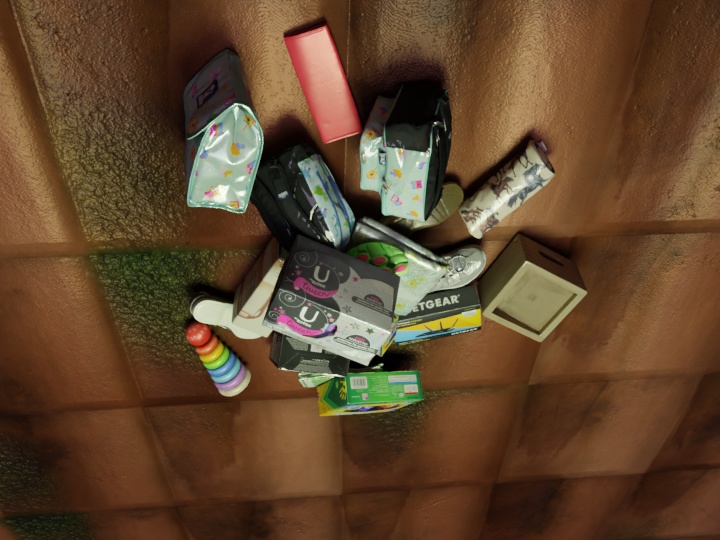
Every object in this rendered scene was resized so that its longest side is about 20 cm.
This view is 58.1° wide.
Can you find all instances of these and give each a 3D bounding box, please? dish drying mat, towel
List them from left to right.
[{"bbox_3d":[-0.058,-0.304,1.072,0.076,0.018,0.201,-15,133,8],"label":"dish drying mat"},{"bbox_3d":[-0.044,0.250,1.540,0.197,0.024,0.153,-7,163,-2],"label":"towel"},{"bbox_3d":[0.046,-0.004,1.252,0.198,0.049,0.171,28,140,-9],"label":"towel"}]

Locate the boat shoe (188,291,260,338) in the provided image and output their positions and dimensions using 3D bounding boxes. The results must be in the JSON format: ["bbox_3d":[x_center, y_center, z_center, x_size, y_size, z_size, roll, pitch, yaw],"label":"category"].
[{"bbox_3d":[-0.280,0.091,1.384,0.199,0.062,0.073,24,99,-45],"label":"boat shoe"}]

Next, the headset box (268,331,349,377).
[{"bbox_3d":[-0.115,0.174,1.404,0.147,0.078,0.200,9,176,-15],"label":"headset box"}]

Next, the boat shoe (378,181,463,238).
[{"bbox_3d":[0.105,-0.112,1.250,0.200,0.063,0.073,-36,120,16],"label":"boat shoe"}]

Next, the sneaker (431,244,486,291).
[{"bbox_3d":[0.164,0.008,1.327,0.198,0.076,0.082,-26,170,16],"label":"sneaker"}]

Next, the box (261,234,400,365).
[{"bbox_3d":[-0.047,0.052,1.101,0.198,0.133,0.115,22,137,-9],"label":"box"}]

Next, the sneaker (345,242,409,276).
[{"bbox_3d":[0.000,0.000,1.202,0.197,0.078,0.084,-10,162,23],"label":"sneaker"}]

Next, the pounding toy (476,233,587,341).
[{"bbox_3d":[0.367,0.044,1.385,0.198,0.143,0.185,24,124,-15],"label":"pounding toy"}]

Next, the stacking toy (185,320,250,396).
[{"bbox_3d":[-0.325,0.190,1.455,0.084,0.086,0.201,-18,128,10],"label":"stacking toy"}]

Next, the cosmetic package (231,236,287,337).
[{"bbox_3d":[-0.175,0.026,1.303,0.086,0.104,0.201,23,124,-24],"label":"cosmetic package"}]

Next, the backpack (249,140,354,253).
[{"bbox_3d":[-0.098,-0.108,1.149,0.162,0.153,0.202,-25,91,34],"label":"backpack"}]

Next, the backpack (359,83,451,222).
[{"bbox_3d":[0.076,-0.188,1.091,0.151,0.177,0.202,3,134,14],"label":"backpack"}]

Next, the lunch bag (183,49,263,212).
[{"bbox_3d":[-0.218,-0.221,1.022,0.120,0.172,0.201,4,132,-20],"label":"lunch bag"}]

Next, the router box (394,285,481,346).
[{"bbox_3d":[0.162,0.102,1.419,0.197,0.052,0.150,-13,152,6],"label":"router box"}]

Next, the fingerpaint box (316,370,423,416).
[{"bbox_3d":[0.020,0.291,1.523,0.198,0.074,0.167,3,159,-27],"label":"fingerpaint box"}]

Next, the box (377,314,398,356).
[{"bbox_3d":[-0.024,0.096,1.342,0.198,0.070,0.065,24,136,19],"label":"box"}]

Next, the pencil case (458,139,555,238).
[{"bbox_3d":[0.271,-0.152,1.206,0.077,0.090,0.200,34,119,-26],"label":"pencil case"}]
